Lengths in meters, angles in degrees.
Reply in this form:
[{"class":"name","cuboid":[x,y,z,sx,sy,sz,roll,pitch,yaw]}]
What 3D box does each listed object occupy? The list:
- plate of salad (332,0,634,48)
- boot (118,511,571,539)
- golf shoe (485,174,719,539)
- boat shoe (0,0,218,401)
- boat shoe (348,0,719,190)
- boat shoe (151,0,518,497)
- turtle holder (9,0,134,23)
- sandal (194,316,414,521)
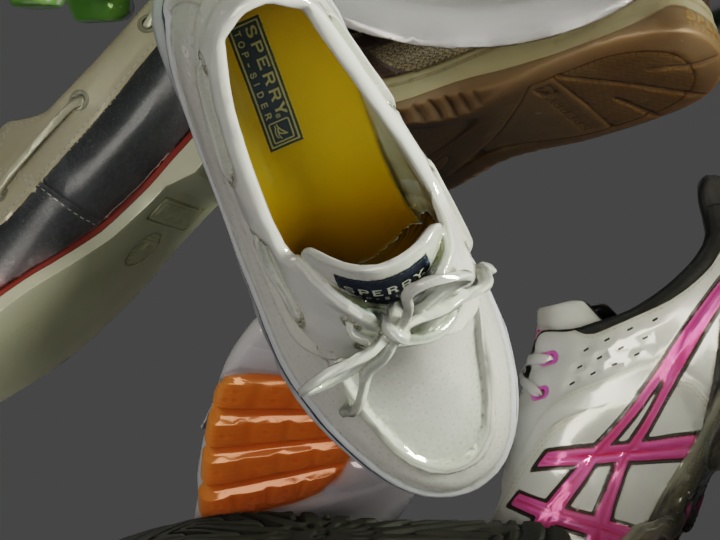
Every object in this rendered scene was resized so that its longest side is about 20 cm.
[{"class":"plate of salad","cuboid":[0.029,-0.166,0.712,0.199,0.048,0.201,1,73,-4]},{"class":"boot","cuboid":[-0.003,0.183,0.725,0.181,0.073,0.201,1,102,24]},{"class":"golf shoe","cuboid":[0.081,0.058,0.756,0.200,0.073,0.092,-44,80,7]},{"class":"boat shoe","cuboid":[-0.090,-0.026,0.723,0.200,0.071,0.063,-42,75,7]},{"class":"boat shoe","cuboid":[0.024,-0.075,0.762,0.199,0.072,0.072,-16,63,27]},{"class":"boat shoe","cuboid":[0.004,-0.003,0.666,0.074,0.086,0.203,-25,117,-5]},{"class":"turtle holder","cuboid":[-0.127,-0.147,0.717,0.140,0.185,0.133,3,94,24]},{"class":"sandal","cuboid":[-0.025,0.071,0.791,0.079,0.059,0.207,14,122,-11]}]
